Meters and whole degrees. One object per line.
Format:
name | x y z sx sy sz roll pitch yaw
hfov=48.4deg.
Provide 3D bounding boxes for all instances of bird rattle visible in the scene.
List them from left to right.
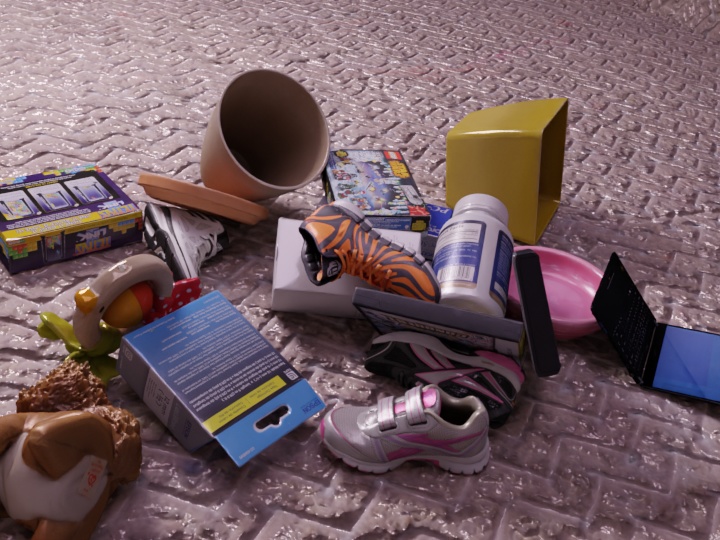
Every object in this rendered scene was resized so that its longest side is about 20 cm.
bird rattle | -0.264 0.050 0.928 0.198 0.164 0.113 -27 64 -31

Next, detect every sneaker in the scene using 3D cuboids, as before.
sneaker | -0.229 -0.031 1.127 0.114 0.077 0.201 -3 39 -29
sneaker | 0.000 0.000 0.990 0.199 0.078 0.112 37 42 20
sneaker | 0.054 0.166 0.886 0.196 0.089 0.082 3 33 -11
sneaker | 0.093 0.135 0.961 0.197 0.081 0.087 8 58 20

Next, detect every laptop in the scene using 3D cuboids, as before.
laptop | 0.425 0.075 1.107 0.202 0.103 0.177 56 36 -8

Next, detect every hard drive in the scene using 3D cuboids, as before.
hard drive | 0.217 0.045 0.995 0.032 0.142 0.200 -12 0 11

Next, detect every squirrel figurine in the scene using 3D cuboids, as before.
squirrel figurine | -0.320 0.170 0.769 0.184 0.144 0.200 10 16 21

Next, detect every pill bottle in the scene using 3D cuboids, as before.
pill bottle | 0.154 -0.006 1.108 0.109 0.112 0.202 13 51 5

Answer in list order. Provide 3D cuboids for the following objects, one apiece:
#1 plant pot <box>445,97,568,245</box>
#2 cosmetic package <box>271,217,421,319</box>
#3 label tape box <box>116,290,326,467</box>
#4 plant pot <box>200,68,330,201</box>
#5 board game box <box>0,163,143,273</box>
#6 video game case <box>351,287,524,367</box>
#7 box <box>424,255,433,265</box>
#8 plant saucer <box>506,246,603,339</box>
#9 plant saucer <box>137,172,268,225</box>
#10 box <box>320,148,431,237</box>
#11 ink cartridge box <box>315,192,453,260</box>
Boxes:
plant pot | 0.251 -0.187 1.404 0.174 0.203 0.200 11 30 23
cosmetic package | -0.020 0.001 1.089 0.196 0.085 0.109 6 66 -5
label tape box | -0.156 0.130 0.901 0.200 0.067 0.142 43 42 18
plant pot | -0.173 -0.185 1.257 0.185 0.199 0.191 10 71 -30
board game box | -0.443 -0.082 1.167 0.198 0.057 0.165 -18 44 -37
video game case | 0.102 0.073 0.977 0.197 0.026 0.181 12 -13 15
box | 0.033 -0.034 1.236 0.153 0.042 0.201 6 33 -7
plant saucer | 0.281 0.036 1.185 0.197 0.052 0.202 7 33 -5
plant saucer | -0.236 -0.103 1.201 0.197 0.033 0.200 16 -1 0
box | 0.016 -0.120 1.206 0.134 0.040 0.201 0 36 -14
ink cartridge box | 0.036 -0.079 1.227 0.197 0.045 0.094 16 34 9
